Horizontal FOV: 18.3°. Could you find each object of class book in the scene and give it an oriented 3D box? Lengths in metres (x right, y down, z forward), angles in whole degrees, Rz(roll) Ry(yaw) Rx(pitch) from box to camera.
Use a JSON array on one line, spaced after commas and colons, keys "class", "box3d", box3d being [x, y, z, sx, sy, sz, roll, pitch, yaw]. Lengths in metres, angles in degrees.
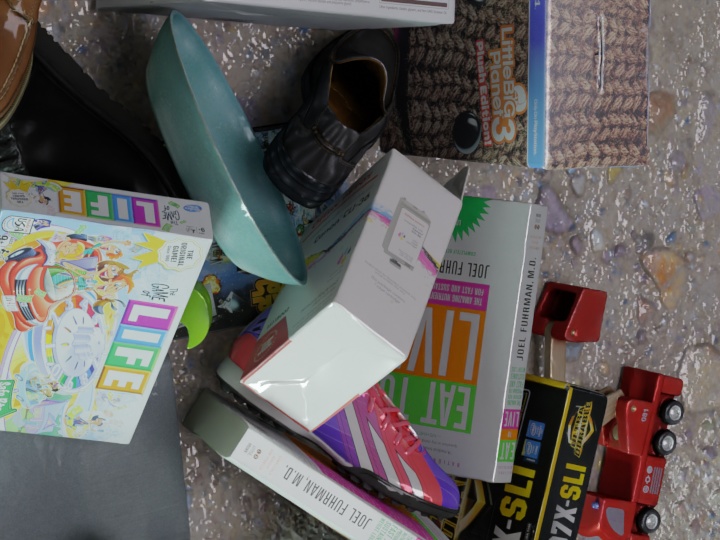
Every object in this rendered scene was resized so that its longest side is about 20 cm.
[{"class": "book", "box3d": [0.064, 0.046, 1.643, 0.048, 0.133, 0.201, 7, 90, -54]}, {"class": "book", "box3d": [-0.022, 0.158, 1.581, 0.200, 0.134, 0.048, 35, 86, -18]}]

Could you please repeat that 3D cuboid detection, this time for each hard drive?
[{"class": "hard drive", "box3d": [-0.216, 0.142, 1.535, 0.199, 0.033, 0.140, -12, 102, -32]}]

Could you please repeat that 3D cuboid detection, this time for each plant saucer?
[{"class": "plant saucer", "box3d": [-0.094, -0.074, 1.477, 0.036, 0.200, 0.201, -26, 113, 6]}]

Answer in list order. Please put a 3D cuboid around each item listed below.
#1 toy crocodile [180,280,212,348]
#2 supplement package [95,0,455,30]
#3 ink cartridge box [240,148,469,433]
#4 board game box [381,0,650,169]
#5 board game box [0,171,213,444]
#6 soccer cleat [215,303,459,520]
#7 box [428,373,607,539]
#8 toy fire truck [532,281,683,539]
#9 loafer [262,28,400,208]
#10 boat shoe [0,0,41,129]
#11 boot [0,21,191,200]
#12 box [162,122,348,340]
[{"class": "toy crocodile", "box3d": [-0.196, 0.021, 1.486, 0.199, 0.067, 0.062, -1, 99, -13]}, {"class": "supplement package", "box3d": [-0.057, -0.227, 1.525, 0.199, 0.155, 0.112, 1, 93, -35]}, {"class": "ink cartridge box", "box3d": [0.000, 0.000, 1.537, 0.067, 0.116, 0.200, 37, 43, -14]}, {"class": "board game box", "box3d": [0.110, -0.159, 1.622, 0.096, 0.200, 0.160, -4, 97, -34]}, {"class": "board game box", "box3d": [-0.186, 0.028, 1.424, 0.134, 0.034, 0.200, 7, 134, -19]}, {"class": "soccer cleat", "box3d": [-0.004, 0.102, 1.582, 0.200, 0.068, 0.073, 34, 92, -2]}, {"class": "box", "box3d": [0.094, 0.173, 1.671, 0.049, 0.159, 0.201, 15, 87, -42]}, {"class": "toy fire truck", "box3d": [0.190, 0.119, 1.799, 0.141, 0.049, 0.201, 13, 89, -34]}, {"class": "loafer", "box3d": [-0.003, -0.122, 1.579, 0.073, 0.072, 0.200, 36, 38, -13]}, {"class": "boat shoe", "box3d": [-0.234, -0.184, 1.425, 0.072, 0.068, 0.201, 11, 64, -10]}, {"class": "boot", "box3d": [-0.221, -0.053, 1.448, 0.211, 0.080, 0.158, 44, 62, 10]}, {"class": "box", "box3d": [-0.098, -0.029, 1.592, 0.199, 0.040, 0.138, -10, 100, -33]}]
